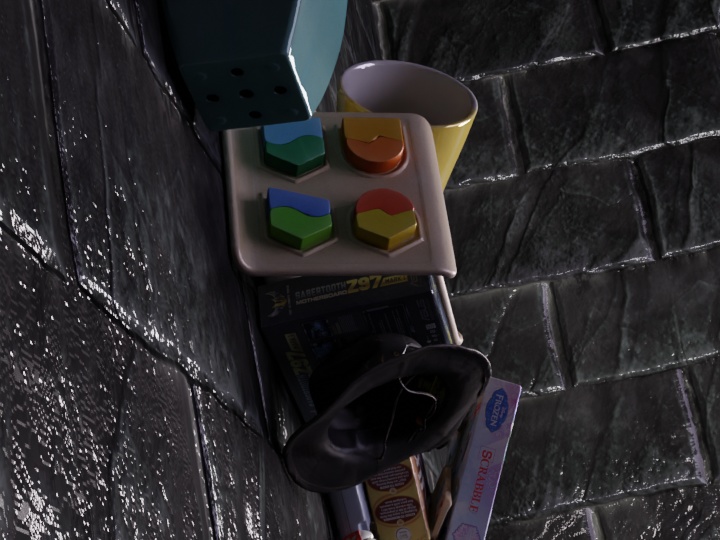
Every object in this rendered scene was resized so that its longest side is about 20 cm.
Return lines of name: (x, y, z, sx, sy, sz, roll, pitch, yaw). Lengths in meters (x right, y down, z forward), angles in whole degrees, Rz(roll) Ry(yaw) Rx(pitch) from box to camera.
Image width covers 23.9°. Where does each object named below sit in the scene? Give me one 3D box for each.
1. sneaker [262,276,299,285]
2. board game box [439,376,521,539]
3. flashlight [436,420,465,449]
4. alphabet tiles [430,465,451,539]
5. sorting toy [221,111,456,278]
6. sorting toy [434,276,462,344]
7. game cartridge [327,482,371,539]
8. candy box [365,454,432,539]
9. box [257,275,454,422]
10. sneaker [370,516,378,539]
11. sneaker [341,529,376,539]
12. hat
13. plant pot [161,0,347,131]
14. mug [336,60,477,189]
sneaker: (-0.044, 0.036, 1.598, 0.200, 0.072, 0.073, 62, 13, -65)
board game box: (0.115, 0.236, 1.843, 0.200, 0.041, 0.200, 110, -3, -71)
flashlight: (0.029, 0.106, 1.827, 0.200, 0.068, 0.068, 46, 31, -13)
alphabet tiles: (0.061, 0.310, 1.798, 0.200, 0.015, 0.196, -76, -173, -78)
sorting toy: (-0.019, -0.074, 1.491, 0.037, 0.200, 0.185, 109, -21, -50)
sorting toy: (0.000, 0.000, 1.652, 0.037, 0.185, 0.200, -58, 152, -22)
game cartridge: (-0.017, 0.179, 1.744, 0.200, 0.040, 0.134, -79, 160, -76)
candy box: (0.027, 0.173, 1.737, 0.117, 0.056, 0.200, -78, 154, -76)
box: (0.005, 0.071, 1.564, 0.200, 0.157, 0.051, 69, 10, -52)
sneaker: (0.024, 0.220, 1.893, 0.077, 0.078, 0.200, 77, 10, -73)
sneaker: (-0.001, 0.291, 1.593, 0.094, 0.070, 0.200, 61, 3, 16)
hat: (0.011, 0.106, 1.498, 0.081, 0.200, 0.201, 59, -5, 31)
plant pot: (-0.089, -0.224, 1.399, 0.141, 0.141, 0.200, 69, 18, -55)
mug: (0.030, -0.117, 1.805, 0.187, 0.149, 0.153, -51, 158, -55)
